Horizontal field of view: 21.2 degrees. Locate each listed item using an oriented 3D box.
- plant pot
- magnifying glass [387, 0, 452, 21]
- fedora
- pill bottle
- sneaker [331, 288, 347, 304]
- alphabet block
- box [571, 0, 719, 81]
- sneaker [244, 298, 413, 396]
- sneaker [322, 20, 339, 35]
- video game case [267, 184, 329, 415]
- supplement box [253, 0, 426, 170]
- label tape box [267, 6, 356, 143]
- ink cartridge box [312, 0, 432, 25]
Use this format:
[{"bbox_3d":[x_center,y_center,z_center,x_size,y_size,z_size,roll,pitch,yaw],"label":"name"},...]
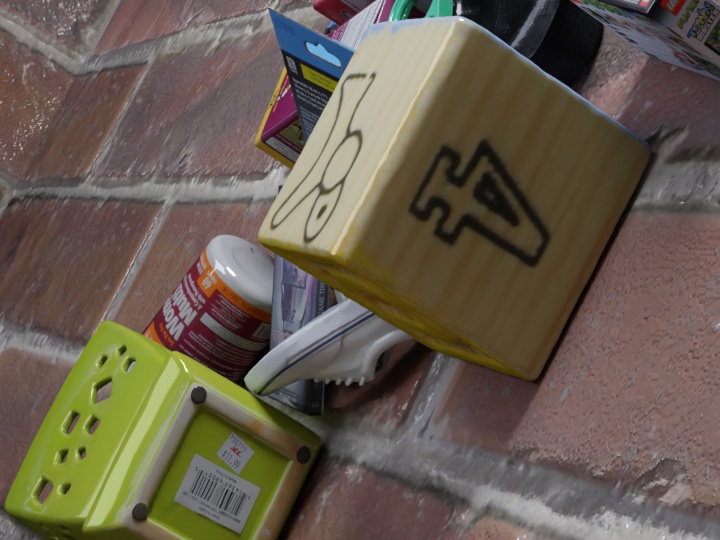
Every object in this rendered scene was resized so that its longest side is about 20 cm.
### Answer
[{"bbox_3d":[-0.162,0.179,1.684,0.181,0.199,0.200,5,65,59],"label":"plant pot"},{"bbox_3d":[0.063,-0.205,1.651,0.080,0.022,0.200,-56,26,16],"label":"magnifying glass"},{"bbox_3d":[0.145,-0.214,1.638,0.201,0.091,0.202,-44,30,34],"label":"fedora"},{"bbox_3d":[-0.159,0.071,1.929,0.200,0.109,0.110,-51,22,19],"label":"pill bottle"},{"bbox_3d":[0.000,0.000,1.742,0.201,0.075,0.093,-93,18,-52],"label":"sneaker"},{"bbox_3d":[0.068,-0.057,1.464,0.201,0.195,0.195,-61,19,-5],"label":"alphabet block"},{"bbox_3d":[0.219,-0.186,1.408,0.035,0.110,0.200,-57,21,4],"label":"box"},{"bbox_3d":[-0.015,0.068,1.622,0.199,0.071,0.073,-33,1,32],"label":"sneaker"},{"bbox_3d":[0.006,-0.266,2.047,0.201,0.076,0.111,-56,14,20],"label":"sneaker"},{"bbox_3d":[-0.055,0.023,1.751,0.143,0.019,0.202,-171,84,-72],"label":"video game case"},{"bbox_3d":[0.008,-0.159,1.826,0.199,0.130,0.104,-27,36,53],"label":"supplement box"},{"bbox_3d":[0.006,-0.136,1.652,0.063,0.201,0.144,-34,42,-24],"label":"label tape box"},{"bbox_3d":[0.066,-0.272,1.823,0.200,0.144,0.084,-17,47,61],"label":"ink cartridge box"}]
